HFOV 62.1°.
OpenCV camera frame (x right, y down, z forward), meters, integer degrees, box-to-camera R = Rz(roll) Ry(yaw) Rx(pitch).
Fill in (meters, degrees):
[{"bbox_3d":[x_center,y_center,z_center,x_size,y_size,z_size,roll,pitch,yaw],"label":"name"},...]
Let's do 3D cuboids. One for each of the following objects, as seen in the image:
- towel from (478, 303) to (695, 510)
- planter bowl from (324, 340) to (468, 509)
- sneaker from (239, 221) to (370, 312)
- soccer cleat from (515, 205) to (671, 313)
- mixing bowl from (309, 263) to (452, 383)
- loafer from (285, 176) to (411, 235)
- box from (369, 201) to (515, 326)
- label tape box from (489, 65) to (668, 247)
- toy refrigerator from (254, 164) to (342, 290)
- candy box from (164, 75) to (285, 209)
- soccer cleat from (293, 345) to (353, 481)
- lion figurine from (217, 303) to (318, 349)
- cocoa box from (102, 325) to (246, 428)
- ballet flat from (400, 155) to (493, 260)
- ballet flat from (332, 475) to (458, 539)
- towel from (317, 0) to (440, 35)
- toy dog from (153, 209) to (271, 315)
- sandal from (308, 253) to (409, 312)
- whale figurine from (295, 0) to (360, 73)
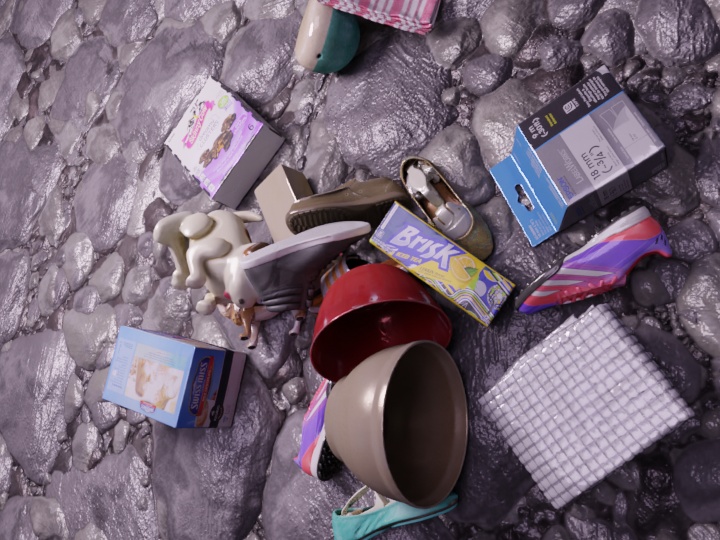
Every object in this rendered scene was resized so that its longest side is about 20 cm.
[{"bbox_3d":[0.267,0.160,0.720,0.200,0.085,0.167,-44,58,16],"label":"towel"},{"bbox_3d":[0.037,0.196,0.788,0.133,0.199,0.204,-7,74,38],"label":"planter bowl"},{"bbox_3d":[-0.069,-0.003,0.881,0.197,0.071,0.101,-21,107,-10],"label":"sneaker"},{"bbox_3d":[0.286,0.005,0.750,0.199,0.068,0.074,-39,75,18],"label":"soccer cleat"},{"bbox_3d":[0.019,0.064,0.841,0.199,0.200,0.110,-32,46,20],"label":"mixing bowl"},{"bbox_3d":[-0.021,-0.098,0.937,0.196,0.077,0.068,-9,47,-8],"label":"loafer"},{"bbox_3d":[0.112,-0.010,0.826,0.199,0.064,0.071,36,96,12],"label":"box"},{"bbox_3d":[0.278,-0.149,0.799,0.198,0.063,0.146,-33,63,19],"label":"label tape box"},{"bbox_3d":[-0.103,-0.072,1.008,0.076,0.069,0.202,-39,61,25],"label":"toy refrigerator"},{"bbox_3d":[-0.264,-0.246,1.144,0.200,0.071,0.169,44,101,31],"label":"candy box"},{"bbox_3d":[-0.054,0.210,0.910,0.072,0.068,0.204,8,83,40],"label":"soccer cleat"},{"bbox_3d":[-0.154,0.055,1.014,0.196,0.073,0.124,-14,57,12],"label":"lion figurine"},{"bbox_3d":[-0.322,0.183,1.035,0.197,0.131,0.136,9,82,32],"label":"cocoa box"},{"bbox_3d":[0.119,-0.095,0.880,0.071,0.070,0.201,-41,61,16],"label":"ballet flat"},{"bbox_3d":[0.037,0.323,0.821,0.198,0.067,0.071,-31,72,22],"label":"ballet flat"},{"bbox_3d":[0.039,-0.476,0.977,0.196,0.030,0.149,16,73,0],"label":"towel"},{"bbox_3d":[-0.203,-0.008,0.964,0.199,0.193,0.142,30,134,35],"label":"toy dog"},{"bbox_3d":[0.002,-0.003,0.916,0.204,0.079,0.060,-26,104,15],"label":"sandal"},{"bbox_3d":[-0.050,-0.438,1.057,0.160,0.102,0.203,125,155,-51],"label":"whale figurine"}]
